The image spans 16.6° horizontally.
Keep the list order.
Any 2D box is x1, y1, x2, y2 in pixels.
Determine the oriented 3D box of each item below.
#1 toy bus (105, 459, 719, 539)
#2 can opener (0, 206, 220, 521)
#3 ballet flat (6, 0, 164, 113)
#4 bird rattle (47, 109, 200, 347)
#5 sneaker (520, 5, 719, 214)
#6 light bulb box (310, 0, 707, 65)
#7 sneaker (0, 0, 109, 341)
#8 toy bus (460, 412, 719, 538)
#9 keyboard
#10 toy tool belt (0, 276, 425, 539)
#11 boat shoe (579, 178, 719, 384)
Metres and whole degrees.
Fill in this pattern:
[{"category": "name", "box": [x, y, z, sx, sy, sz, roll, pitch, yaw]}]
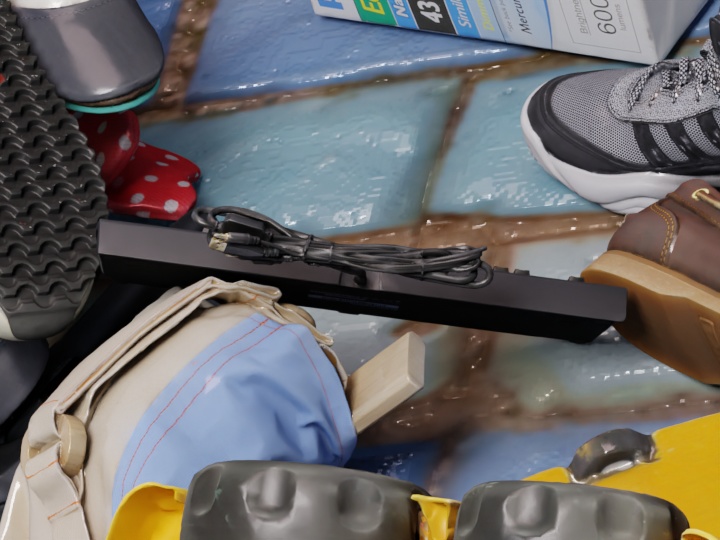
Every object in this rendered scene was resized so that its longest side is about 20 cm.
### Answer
[{"category": "toy bus", "box": [0.048, 0.134, 0.685, 0.199, 0.192, 0.136, -1, 77, 36]}, {"category": "can opener", "box": [-0.103, 0.035, 1.017, 0.063, 0.079, 0.200, 25, 45, 29]}, {"category": "ballet flat", "box": [-0.145, -0.128, 1.078, 0.073, 0.073, 0.200, -32, 32, -12]}, {"category": "bird rattle", "box": [-0.171, -0.008, 1.097, 0.199, 0.113, 0.164, -1, 54, 6]}, {"category": "sneaker", "box": [0.144, -0.079, 0.983, 0.199, 0.114, 0.076, 12, 50, 35]}, {"category": "light bulb box", "box": [0.058, -0.216, 1.113, 0.199, 0.199, 0.125, 12, 48, 36]}, {"category": "sneaker", "box": [-0.163, -0.038, 1.009, 0.070, 0.094, 0.200, -7, 55, -31]}, {"category": "toy bus", "box": [0.062, 0.113, 0.828, 0.199, 0.078, 0.065, -21, 50, 2]}, {"category": "keyboard", "box": [0.000, 0.000, 0.917, 0.199, 0.127, 0.021, 7, 81, -3]}, {"category": "toy tool belt", "box": [-0.062, 0.094, 0.881, 0.123, 0.125, 0.200, 0, 44, 38]}, {"category": "boat shoe", "box": [0.165, 0.018, 0.896, 0.070, 0.071, 0.200, -40, 42, -14]}]
